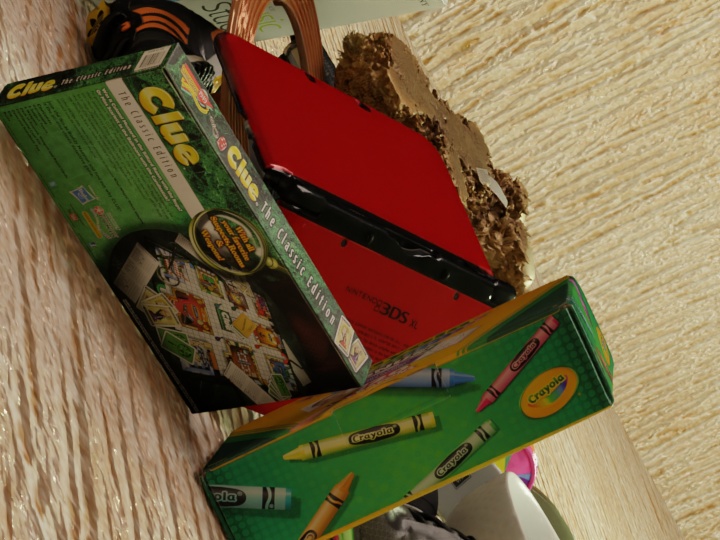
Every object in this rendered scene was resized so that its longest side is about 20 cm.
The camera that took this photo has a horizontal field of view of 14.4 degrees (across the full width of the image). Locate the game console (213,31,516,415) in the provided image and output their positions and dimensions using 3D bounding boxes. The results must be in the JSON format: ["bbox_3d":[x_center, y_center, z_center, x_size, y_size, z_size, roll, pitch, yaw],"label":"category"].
[{"bbox_3d":[-0.021,-0.007,1.552,0.200,0.173,0.119,25,3,-46],"label":"game console"}]

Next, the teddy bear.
[{"bbox_3d":[0.043,-0.059,1.752,0.200,0.067,0.145,38,31,-48],"label":"teddy bear"}]

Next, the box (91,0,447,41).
[{"bbox_3d":[-0.059,-0.181,1.720,0.144,0.199,0.036,44,38,-67],"label":"box"}]

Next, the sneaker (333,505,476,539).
[{"bbox_3d":[0.040,0.168,1.632,0.200,0.084,0.077,59,8,-30],"label":"sneaker"}]

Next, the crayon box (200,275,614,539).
[{"bbox_3d":[0.027,0.074,1.414,0.058,0.199,0.119,64,7,-4],"label":"crayon box"}]

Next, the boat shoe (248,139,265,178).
[{"bbox_3d":[-0.057,-0.026,1.740,0.067,0.057,0.200,66,8,23],"label":"boat shoe"}]

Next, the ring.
[{"bbox_3d":[-0.053,-0.090,1.628,0.200,0.019,0.201,1,90,-76],"label":"ring"}]

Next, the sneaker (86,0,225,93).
[{"bbox_3d":[-0.126,-0.115,1.605,0.090,0.070,0.200,34,15,7],"label":"sneaker"}]

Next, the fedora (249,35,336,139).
[{"bbox_3d":[-0.038,-0.081,1.913,0.201,0.091,0.201,61,1,-2],"label":"fedora"}]

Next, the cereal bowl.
[{"bbox_3d":[0.106,0.237,1.862,0.201,0.083,0.200,62,7,-14],"label":"cereal bowl"}]

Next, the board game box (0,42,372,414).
[{"bbox_3d":[-0.083,-0.016,1.355,0.200,0.104,0.023,60,39,-30],"label":"board game box"}]

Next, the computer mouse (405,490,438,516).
[{"bbox_3d":[0.018,0.133,1.749,0.200,0.046,0.141,55,10,-50],"label":"computer mouse"}]

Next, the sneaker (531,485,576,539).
[{"bbox_3d":[0.133,0.226,2.141,0.090,0.067,0.201,63,8,-51],"label":"sneaker"}]

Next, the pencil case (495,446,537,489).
[{"bbox_3d":[0.078,0.098,2.158,0.089,0.088,0.200,59,9,-31],"label":"pencil case"}]

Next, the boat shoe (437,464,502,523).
[{"bbox_3d":[0.041,0.109,1.950,0.200,0.071,0.064,60,-8,-16],"label":"boat shoe"}]
